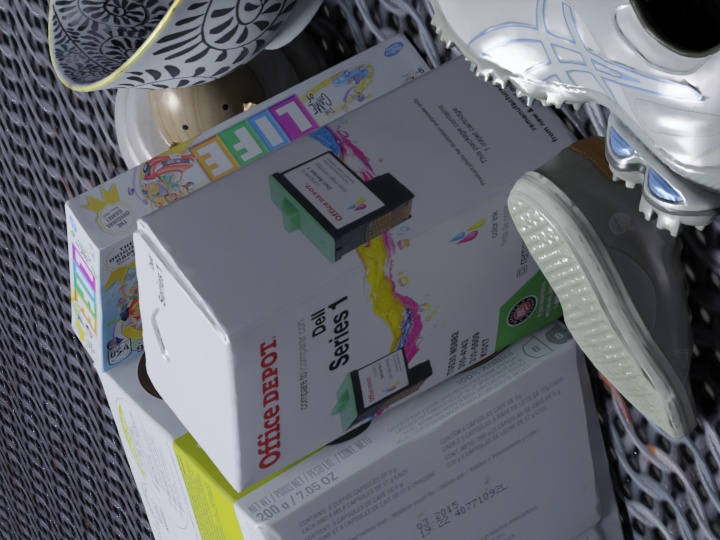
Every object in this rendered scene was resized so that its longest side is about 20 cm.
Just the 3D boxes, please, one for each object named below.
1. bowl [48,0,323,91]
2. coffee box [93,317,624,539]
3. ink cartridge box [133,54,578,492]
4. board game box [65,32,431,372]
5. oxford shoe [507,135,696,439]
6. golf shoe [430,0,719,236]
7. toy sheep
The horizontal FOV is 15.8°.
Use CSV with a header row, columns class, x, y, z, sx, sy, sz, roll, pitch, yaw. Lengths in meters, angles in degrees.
class,x,y,z,sx,sy,sz,roll,pitch,yaw
bowl,-0.070,-0.168,1.310,0.094,0.201,0.201,22,-179,-28
coffee box,0.004,0.118,1.404,0.198,0.200,0.200,39,151,51
ink cartridge box,0.000,0.000,1.247,0.084,0.200,0.145,52,160,28
board game box,-0.057,-0.034,1.353,0.034,0.200,0.134,54,161,22
oxford shoe,0.124,0.011,1.172,0.075,0.058,0.200,37,165,39
golf shoe,0.104,-0.104,1.059,0.200,0.078,0.097,41,136,36
toy sheep,-0.075,-0.089,1.444,0.138,0.138,0.200,59,-170,8
